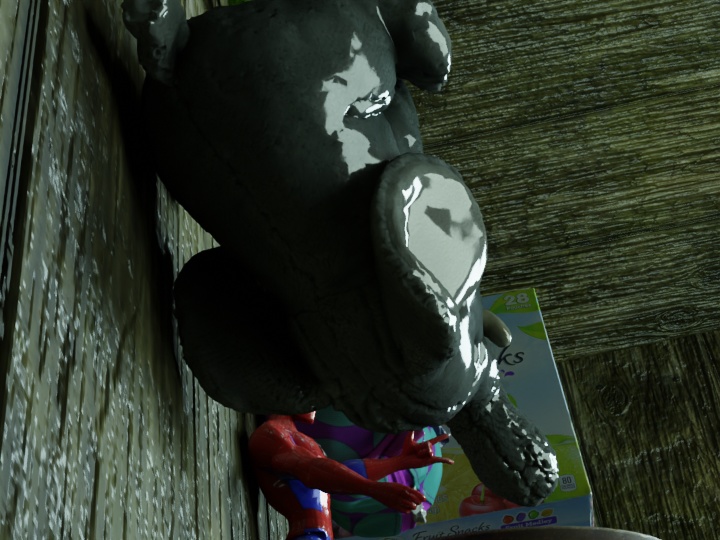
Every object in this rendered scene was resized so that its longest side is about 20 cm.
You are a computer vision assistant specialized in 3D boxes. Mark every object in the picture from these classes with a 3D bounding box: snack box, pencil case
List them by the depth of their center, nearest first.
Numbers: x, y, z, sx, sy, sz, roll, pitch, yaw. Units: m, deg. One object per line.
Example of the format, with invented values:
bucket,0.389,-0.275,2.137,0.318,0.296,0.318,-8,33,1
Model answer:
pencil case,0.001,0.088,0.865,0.092,0.085,0.200,44,-8,18
snack box,0.056,0.111,1.075,0.201,0.167,0.068,-100,180,-51

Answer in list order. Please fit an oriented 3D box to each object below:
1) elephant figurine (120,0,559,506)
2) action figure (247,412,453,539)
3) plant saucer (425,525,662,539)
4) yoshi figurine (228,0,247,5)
elephant figurine,0.000,0.000,0.605,0.142,0.154,0.202,130,-57,-65
action figure,0.004,0.130,0.701,0.065,0.098,0.202,76,2,-64
plant saucer,0.075,0.182,0.854,0.201,0.198,0.035,74,11,-63
yoshi figurine,-0.056,-0.163,0.949,0.112,0.112,0.202,-14,111,-48
